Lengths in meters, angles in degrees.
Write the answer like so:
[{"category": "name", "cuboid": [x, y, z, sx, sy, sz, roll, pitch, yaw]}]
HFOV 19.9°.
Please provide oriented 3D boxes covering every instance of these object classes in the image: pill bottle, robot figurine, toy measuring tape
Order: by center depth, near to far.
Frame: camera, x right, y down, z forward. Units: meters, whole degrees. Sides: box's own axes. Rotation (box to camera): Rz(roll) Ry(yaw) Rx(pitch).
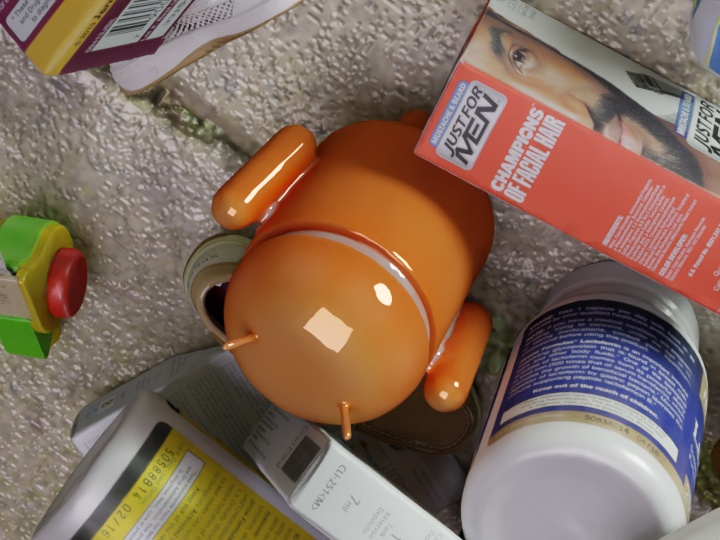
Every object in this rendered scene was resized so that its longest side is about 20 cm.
[{"category": "robot figurine", "cuboid": [-0.002, -0.001, 1.086, 0.116, 0.200, 0.145, 2, 129, 27]}, {"category": "pill bottle", "cuboid": [0.126, 0.083, 1.100, 0.115, 0.200, 0.117, 7, 121, 12]}, {"category": "pill bottle", "cuboid": [-0.074, 0.168, 1.143, 0.200, 0.111, 0.111, 38, 121, -6]}, {"category": "toy measuring tape", "cuboid": [-0.202, -0.018, 1.190, 0.073, 0.074, 0.201, 8, 149, 11]}]

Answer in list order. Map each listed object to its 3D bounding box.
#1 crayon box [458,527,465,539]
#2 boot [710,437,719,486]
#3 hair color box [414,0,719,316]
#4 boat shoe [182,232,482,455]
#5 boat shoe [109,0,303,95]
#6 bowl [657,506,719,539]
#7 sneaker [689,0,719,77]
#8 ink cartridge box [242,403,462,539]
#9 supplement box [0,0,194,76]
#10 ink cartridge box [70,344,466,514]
[{"category": "crayon box", "cuboid": [0.141, 0.228, 1.255, 0.199, 0.058, 0.174, 21, 121, 4]}, {"category": "boot", "cuboid": [0.268, 0.112, 1.092, 0.070, 0.202, 0.145, 13, 117, -29]}, {"category": "hair color box", "cuboid": [0.136, -0.060, 1.072, 0.199, 0.111, 0.064, 27, 120, -1]}, {"category": "boat shoe", "cuboid": [-0.017, 0.054, 1.186, 0.199, 0.066, 0.074, 29, 104, -10]}, {"category": "boat shoe", "cuboid": [-0.071, -0.165, 1.095, 0.199, 0.071, 0.070, -27, 108, 28]}, {"category": "bowl", "cuboid": [0.201, 0.178, 1.015, 0.199, 0.075, 0.200, -27, 138, -7]}, {"category": "sneaker", "cuboid": [0.228, -0.159, 0.996, 0.076, 0.105, 0.200, 36, 120, -5]}, {"category": "ink cartridge box", "cuboid": [0.024, 0.146, 1.120, 0.173, 0.200, 0.044, 37, 87, -10]}, {"category": "supplement box", "cuboid": [-0.157, -0.218, 1.038, 0.200, 0.103, 0.131, 51, 121, 9]}, {"category": "ink cartridge box", "cuboid": [-0.054, 0.112, 1.267, 0.199, 0.047, 0.161, -29, 107, 9]}]
